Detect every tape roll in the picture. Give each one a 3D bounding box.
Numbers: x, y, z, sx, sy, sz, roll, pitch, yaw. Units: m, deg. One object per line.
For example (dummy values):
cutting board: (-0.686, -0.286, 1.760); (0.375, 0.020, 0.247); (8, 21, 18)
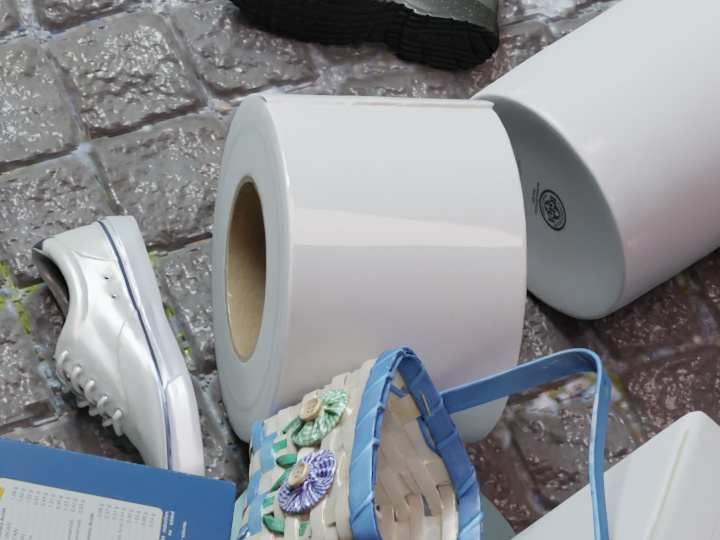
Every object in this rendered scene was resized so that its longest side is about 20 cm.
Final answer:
tape roll: (0.000, 0.000, 1.627); (0.139, 0.203, 0.203); (0, 61, -15)

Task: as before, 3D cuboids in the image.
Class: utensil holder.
utensil holder: (0.182, -0.084, 1.747); (0.200, 0.170, 0.170); (-33, 74, -27)

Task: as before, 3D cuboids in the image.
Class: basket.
basket: (0.037, 0.127, 1.492); (0.200, 0.139, 0.177); (-14, 35, 15)

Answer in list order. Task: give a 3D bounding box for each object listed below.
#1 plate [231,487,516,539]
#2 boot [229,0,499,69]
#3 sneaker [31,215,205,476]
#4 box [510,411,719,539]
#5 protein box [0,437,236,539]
plate: (0.011, 0.187, 1.628); (0.200, 0.026, 0.201); (7, 59, -12)
boot: (0.002, -0.211, 1.835); (0.200, 0.068, 0.131); (15, 53, -16)
sneaker: (-0.140, 0.060, 1.637); (0.071, 0.073, 0.200); (-14, 56, -12)
box: (0.153, 0.226, 1.498); (0.171, 0.199, 0.200); (41, 40, -10)
protein box: (-0.185, 0.207, 1.494); (0.200, 0.135, 0.199); (12, 59, -9)
